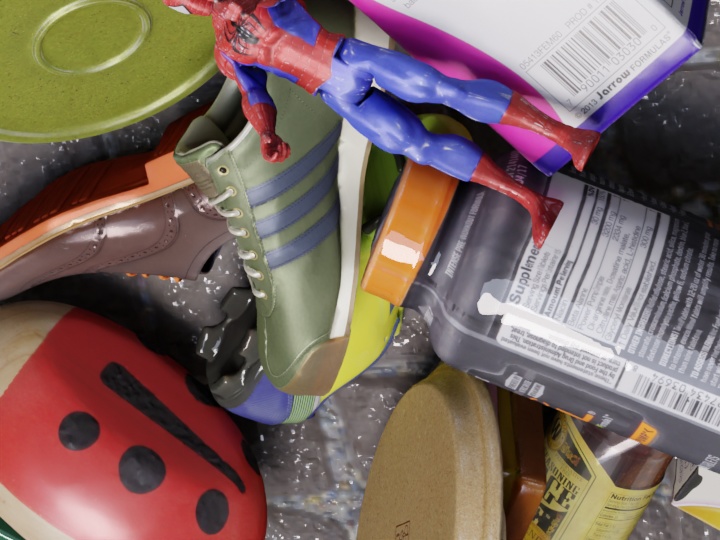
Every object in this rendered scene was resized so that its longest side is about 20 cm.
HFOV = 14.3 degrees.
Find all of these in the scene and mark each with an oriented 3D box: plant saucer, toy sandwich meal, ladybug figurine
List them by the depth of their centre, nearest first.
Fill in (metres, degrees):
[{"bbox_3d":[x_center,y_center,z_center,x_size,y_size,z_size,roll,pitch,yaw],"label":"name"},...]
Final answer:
[{"bbox_3d":[-0.124,-0.115,1.294,0.199,0.031,0.200,-16,151,-9],"label":"plant saucer"},{"bbox_3d":[0.051,0.134,1.393,0.070,0.206,0.206,9,126,-16],"label":"toy sandwich meal"},{"bbox_3d":[-0.121,0.085,1.427,0.200,0.136,0.072,37,130,-3],"label":"ladybug figurine"}]

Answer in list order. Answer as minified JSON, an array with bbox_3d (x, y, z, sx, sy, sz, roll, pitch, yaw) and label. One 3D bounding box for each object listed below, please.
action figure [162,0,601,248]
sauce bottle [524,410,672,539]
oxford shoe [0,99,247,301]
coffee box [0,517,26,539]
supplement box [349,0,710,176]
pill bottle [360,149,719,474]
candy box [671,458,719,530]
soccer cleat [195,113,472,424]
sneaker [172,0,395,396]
[{"bbox_3d":[-0.004,-0.071,1.210,0.199,0.099,0.066,28,116,3],"label":"action figure"},{"bbox_3d":[0.121,0.089,1.427,0.066,0.066,0.201,23,120,-3],"label":"sauce bottle"},{"bbox_3d":[-0.112,-0.017,1.396,0.199,0.071,0.073,-23,110,29],"label":"oxford shoe"},{"bbox_3d":[-0.158,0.115,1.467,0.199,0.123,0.044,31,129,-7],"label":"coffee box"},{"bbox_3d":[0.050,-0.157,1.258,0.200,0.104,0.101,40,123,-16],"label":"supplement box"},{"bbox_3d":[0.102,0.011,1.304,0.199,0.106,0.107,22,125,-1],"label":"pill bottle"},{"bbox_3d":[0.257,0.061,1.380,0.136,0.061,0.201,28,125,-7],"label":"candy box"},{"bbox_3d":[0.000,0.000,1.407,0.083,0.065,0.200,17,126,-37],"label":"soccer cleat"},{"bbox_3d":[-0.045,-0.042,1.309,0.089,0.067,0.202,3,107,-21],"label":"sneaker"}]
